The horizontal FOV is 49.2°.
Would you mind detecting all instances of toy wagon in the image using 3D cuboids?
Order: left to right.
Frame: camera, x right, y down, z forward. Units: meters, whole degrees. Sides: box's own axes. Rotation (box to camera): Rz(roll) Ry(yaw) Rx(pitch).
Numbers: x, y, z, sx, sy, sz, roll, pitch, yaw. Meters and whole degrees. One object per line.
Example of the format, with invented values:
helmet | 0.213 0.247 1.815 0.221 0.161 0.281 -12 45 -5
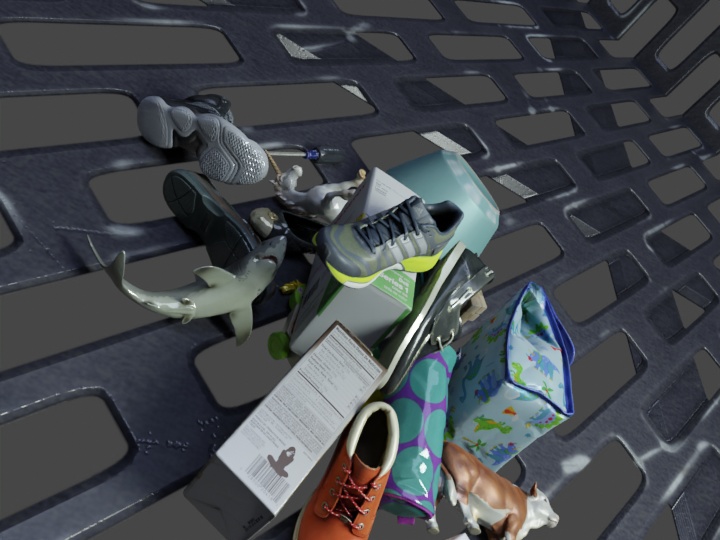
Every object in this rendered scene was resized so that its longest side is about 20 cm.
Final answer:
toy wagon | -0.040 0.090 0.959 0.153 0.040 0.203 -4 58 -45

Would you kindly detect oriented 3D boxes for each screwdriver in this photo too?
screwdriver | -0.095 -0.168 1.165 0.198 0.028 0.030 -14 93 -46

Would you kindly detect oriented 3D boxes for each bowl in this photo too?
bowl | 0.137 -0.103 1.194 0.201 0.104 0.202 47 16 -18

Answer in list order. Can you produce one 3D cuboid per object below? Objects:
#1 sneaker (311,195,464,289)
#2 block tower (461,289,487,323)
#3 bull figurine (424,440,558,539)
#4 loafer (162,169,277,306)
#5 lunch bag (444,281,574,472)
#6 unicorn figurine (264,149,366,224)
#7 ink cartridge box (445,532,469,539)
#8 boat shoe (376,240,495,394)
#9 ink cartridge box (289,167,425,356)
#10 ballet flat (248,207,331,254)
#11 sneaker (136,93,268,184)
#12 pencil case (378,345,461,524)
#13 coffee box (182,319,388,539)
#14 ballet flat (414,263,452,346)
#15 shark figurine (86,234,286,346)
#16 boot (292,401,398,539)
sneaker | 0.030 -0.040 0.807 0.198 0.081 0.075 -15 64 -48
block tower | 0.088 0.032 1.120 0.197 0.054 0.059 13 46 -33
bull figurine | 0.153 0.282 0.934 0.198 0.065 0.123 35 37 -17
loafer | -0.159 -0.048 0.958 0.201 0.072 0.063 51 32 12
lunch bag | 0.181 0.133 1.016 0.126 0.170 0.202 29 38 -16
unicorn figurine | -0.034 -0.095 1.087 0.200 0.136 0.075 46 45 -30
ink cartridge box | 0.085 0.374 0.728 0.143 0.085 0.202 -26 71 -22
boat shoe | 0.082 0.059 0.868 0.067 0.072 0.201 40 65 -6
ink cartridge box | 0.000 0.000 0.929 0.083 0.145 0.202 29 39 -15
ballet flat | -0.060 -0.052 1.060 0.197 0.057 0.067 15 44 -33
sneaker | -0.183 -0.178 1.016 0.197 0.077 0.114 26 29 18
pencil case | 0.060 0.174 0.894 0.083 0.093 0.204 6 61 12
coffee box | -0.071 0.158 0.778 0.080 0.115 0.200 43 47 1
ballet flat | 0.089 0.050 0.996 0.067 0.203 0.068 -10 40 -16
shark figurine | -0.194 0.015 0.881 0.210 0.131 0.090 -3 28 -23
boot | -0.014 0.222 0.765 0.074 0.107 0.204 20 70 0
